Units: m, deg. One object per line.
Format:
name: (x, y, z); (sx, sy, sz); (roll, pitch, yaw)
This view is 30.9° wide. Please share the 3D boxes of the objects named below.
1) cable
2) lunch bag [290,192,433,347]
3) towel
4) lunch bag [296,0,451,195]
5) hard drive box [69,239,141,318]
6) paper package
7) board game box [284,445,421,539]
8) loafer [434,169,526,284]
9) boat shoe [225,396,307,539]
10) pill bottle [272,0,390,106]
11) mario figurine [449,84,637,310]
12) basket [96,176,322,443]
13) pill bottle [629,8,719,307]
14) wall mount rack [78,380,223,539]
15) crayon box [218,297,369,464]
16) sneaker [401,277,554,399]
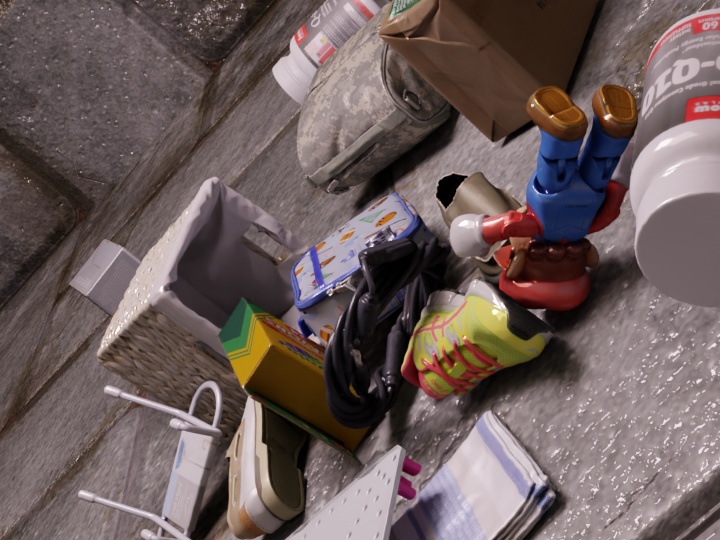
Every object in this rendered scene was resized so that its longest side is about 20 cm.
cable: (0.030, 0.051, 1.137); (0.200, 0.050, 0.165); (-21, -58, -65)
lunch bag: (0.000, 0.000, 1.305); (0.159, 0.076, 0.200); (-33, 13, 4)
towel: (0.054, 0.199, 0.946); (0.200, 0.024, 0.147); (-49, 18, 6)
lunch bag: (0.016, -0.198, 1.586); (0.199, 0.139, 0.169); (-34, 24, 42)
hard drive box: (-0.261, 0.055, 1.657); (0.077, 0.200, 0.156); (-52, 20, -8)
paper package: (0.139, -0.273, 1.366); (0.103, 0.190, 0.201); (-28, 30, 48)
board game box: (-0.030, 0.257, 0.974); (0.200, 0.026, 0.201); (-46, 20, 40)
loafer: (0.110, -0.045, 1.197); (0.075, 0.070, 0.200); (-50, 19, 1)
boat shoe: (-0.097, 0.175, 1.256); (0.068, 0.075, 0.201); (-37, 23, 18)
pill bottle: (-0.038, -0.354, 2.036); (0.200, 0.116, 0.116); (-44, 20, 19)
mario figurine: (0.143, -0.058, 1.006); (0.106, 0.122, 0.201); (-58, -15, -47)
basket: (-0.153, 0.050, 1.435); (0.161, 0.197, 0.201); (-41, 22, 38)
pill bottle: (0.243, -0.079, 0.887); (0.114, 0.114, 0.201); (-34, 25, 39)
wall mount rack: (-0.216, 0.203, 1.358); (0.173, 0.074, 0.202); (12, 87, 55)
crayon box: (-0.058, 0.100, 1.222); (0.051, 0.126, 0.200); (-56, 20, 4)
sneaker: (0.088, 0.065, 1.047); (0.091, 0.078, 0.200); (-55, 8, -14)
